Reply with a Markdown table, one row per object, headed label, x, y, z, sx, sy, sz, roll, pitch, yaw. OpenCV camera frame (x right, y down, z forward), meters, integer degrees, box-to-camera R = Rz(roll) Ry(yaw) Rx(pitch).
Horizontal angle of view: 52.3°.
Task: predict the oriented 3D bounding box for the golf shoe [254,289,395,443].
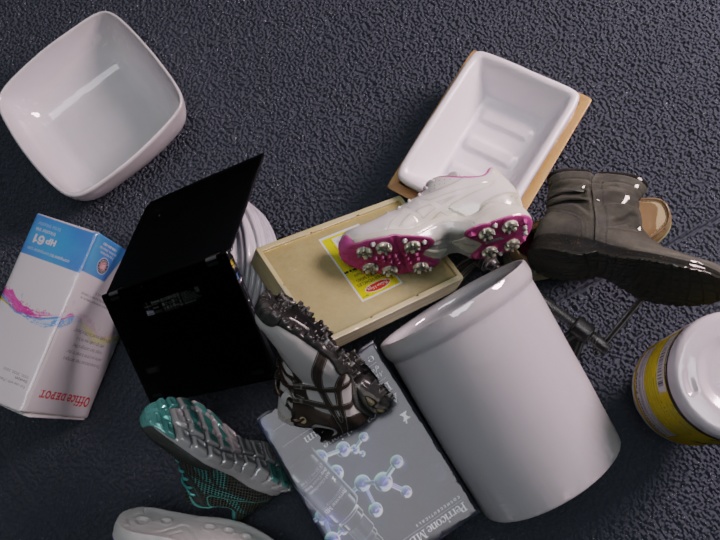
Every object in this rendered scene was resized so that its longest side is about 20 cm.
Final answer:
| label | x | y | z | sx | sy | sz | roll | pitch | yaw |
| --- | --- | --- | --- | --- | --- | --- | --- | --- | --- |
| golf shoe | -0.047 | 0.098 | 0.655 | 0.094 | 0.200 | 0.078 | -40 | 43 | 0 |

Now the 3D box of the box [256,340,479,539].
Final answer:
| label | x | y | z | sx | sy | sz | roll | pitch | yaw |
| --- | --- | --- | --- | --- | --- | --- | --- | --- | --- |
| box | 0.009 | 0.204 | 0.773 | 0.147 | 0.107 | 0.201 | -33 | 76 | -3 |

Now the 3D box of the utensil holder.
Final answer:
| label | x | y | z | sx | sy | sz | roll | pitch | yaw |
| --- | --- | --- | --- | --- | --- | --- | --- | --- | --- |
| utensil holder | 0.141 | 0.117 | 0.732 | 0.169 | 0.170 | 0.201 | -32 | 90 | -2 |

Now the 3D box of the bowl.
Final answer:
| label | x | y | z | sx | sy | sz | roll | pitch | yaw |
| --- | --- | --- | --- | --- | --- | --- | --- | --- | --- |
| bowl | -0.330 | -0.198 | 0.929 | 0.199 | 0.075 | 0.200 | -40 | 75 | -5 |

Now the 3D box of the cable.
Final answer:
| label | x | y | z | sx | sy | sz | roll | pitch | yaw |
| --- | --- | --- | --- | --- | --- | --- | --- | --- | --- |
| cable | -0.174 | 0.005 | 0.829 | 0.198 | 0.069 | 0.202 | 22 | 91 | 37 |

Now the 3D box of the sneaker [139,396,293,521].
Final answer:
| label | x | y | z | sx | sy | sz | roll | pitch | yaw |
| --- | --- | --- | --- | --- | --- | --- | --- | --- | --- |
| sneaker | -0.160 | 0.207 | 0.764 | 0.091 | 0.200 | 0.078 | -42 | 35 | 8 |

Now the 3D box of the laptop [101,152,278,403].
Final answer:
| label | x | y | z | sx | sy | sz | roll | pitch | yaw |
| --- | --- | --- | --- | --- | --- | --- | --- | --- | --- |
| laptop | -0.161 | 0.012 | 0.764 | 0.185 | 0.116 | 0.202 | -16 | 100 | 33 |

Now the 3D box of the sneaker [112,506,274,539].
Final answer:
| label | x | y | z | sx | sy | sz | roll | pitch | yaw |
| --- | --- | --- | --- | --- | --- | --- | --- | --- | --- |
| sneaker | -0.178 | 0.344 | 0.775 | 0.197 | 0.081 | 0.149 | 11 | 101 | 7 |

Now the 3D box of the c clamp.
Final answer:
| label | x | y | z | sx | sy | sz | roll | pitch | yaw |
| --- | --- | --- | --- | --- | --- | --- | --- | --- | --- |
| c clamp | 0.179 | 0.046 | 0.805 | 0.199 | 0.027 | 0.172 | 32 | 114 | 16 |

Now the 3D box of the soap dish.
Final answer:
| label | x | y | z | sx | sy | sz | roll | pitch | yaw |
| --- | --- | --- | --- | --- | --- | --- | --- | --- | --- |
| soap dish | 0.148 | -0.138 | 0.847 | 0.156 | 0.081 | 0.201 | 29 | 82 | 22 |

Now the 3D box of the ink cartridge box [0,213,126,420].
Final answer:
| label | x | y | z | sx | sy | sz | roll | pitch | yaw |
| --- | --- | --- | --- | --- | --- | --- | --- | --- | --- |
| ink cartridge box | -0.337 | 0.058 | 0.829 | 0.084 | 0.145 | 0.202 | 16 | 78 | 10 |

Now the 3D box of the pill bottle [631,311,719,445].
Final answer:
| label | x | y | z | sx | sy | sz | roll | pitch | yaw |
| --- | --- | --- | --- | --- | --- | --- | --- | --- | --- |
| pill bottle | 0.329 | 0.111 | 0.711 | 0.110 | 0.200 | 0.113 | -2 | 76 | 6 |

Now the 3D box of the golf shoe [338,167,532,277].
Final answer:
| label | x | y | z | sx | sy | sz | roll | pitch | yaw |
| --- | --- | --- | --- | --- | --- | --- | --- | --- | --- |
| golf shoe | 0.072 | -0.051 | 0.758 | 0.197 | 0.076 | 0.093 | -9 | 59 | -2 |

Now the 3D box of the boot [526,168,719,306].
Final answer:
| label | x | y | z | sx | sy | sz | roll | pitch | yaw |
| --- | --- | --- | --- | --- | --- | --- | --- | --- | --- |
| boot | 0.276 | -0.046 | 0.747 | 0.198 | 0.068 | 0.132 | 14 | 60 | 22 |

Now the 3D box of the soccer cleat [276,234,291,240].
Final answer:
| label | x | y | z | sx | sy | sz | roll | pitch | yaw |
| --- | --- | --- | --- | --- | --- | --- | --- | --- | --- |
| soccer cleat | -0.073 | -0.017 | 0.861 | 0.199 | 0.068 | 0.081 | -34 | 69 | -1 |

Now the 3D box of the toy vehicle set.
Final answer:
| label | x | y | z | sx | sy | sz | roll | pitch | yaw |
| --- | --- | --- | --- | --- | --- | --- | --- | --- | --- |
| toy vehicle set | 0.000 | 0.000 | 0.778 | 0.198 | 0.027 | 0.125 | -22 | 66 | -33 |

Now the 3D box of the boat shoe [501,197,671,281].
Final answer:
| label | x | y | z | sx | sy | sz | roll | pitch | yaw |
| --- | --- | --- | --- | --- | --- | --- | --- | --- | --- |
| boat shoe | 0.259 | -0.038 | 0.825 | 0.198 | 0.066 | 0.075 | -20 | 75 | 1 |
